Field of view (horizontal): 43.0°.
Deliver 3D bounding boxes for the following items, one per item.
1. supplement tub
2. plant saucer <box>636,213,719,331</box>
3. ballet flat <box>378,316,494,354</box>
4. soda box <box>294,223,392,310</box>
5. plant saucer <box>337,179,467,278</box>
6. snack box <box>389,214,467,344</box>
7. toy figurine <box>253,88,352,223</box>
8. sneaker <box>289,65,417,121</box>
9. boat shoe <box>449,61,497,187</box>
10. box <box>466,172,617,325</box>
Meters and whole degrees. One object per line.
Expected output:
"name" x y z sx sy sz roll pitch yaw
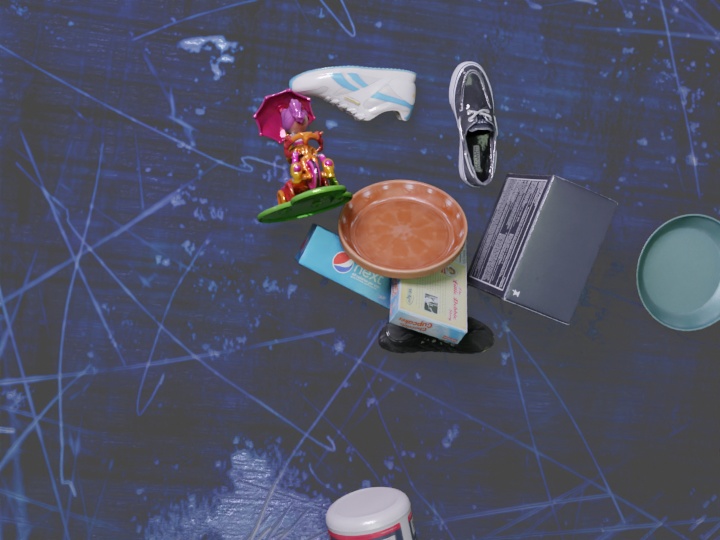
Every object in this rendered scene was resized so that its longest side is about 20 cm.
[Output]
"supplement tub" 0.029 0.466 1.475 0.140 0.140 0.201 -13 98 -8
"plant saucer" 0.558 0.002 1.569 0.199 0.036 0.201 -1 97 -10
"ballet flat" 0.125 0.106 1.506 0.199 0.057 0.067 4 68 -15
"soda box" 0.000 0.000 1.455 0.199 0.064 0.068 27 91 -12
"plant saucer" 0.064 -0.062 1.415 0.199 0.201 0.032 -8 139 -9
"snack box" 0.107 0.011 1.421 0.116 0.201 0.037 18 137 -14
"toy figurine" -0.098 -0.183 1.368 0.150 0.200 0.185 -13 86 -17
"sneaker" -0.011 -0.273 1.417 0.199 0.077 0.081 1 98 -8
"boat shoe" 0.185 -0.233 1.459 0.071 0.068 0.201 -3 97 -10
"box" 0.277 -0.039 1.432 0.123 0.198 0.201 21 93 -11
